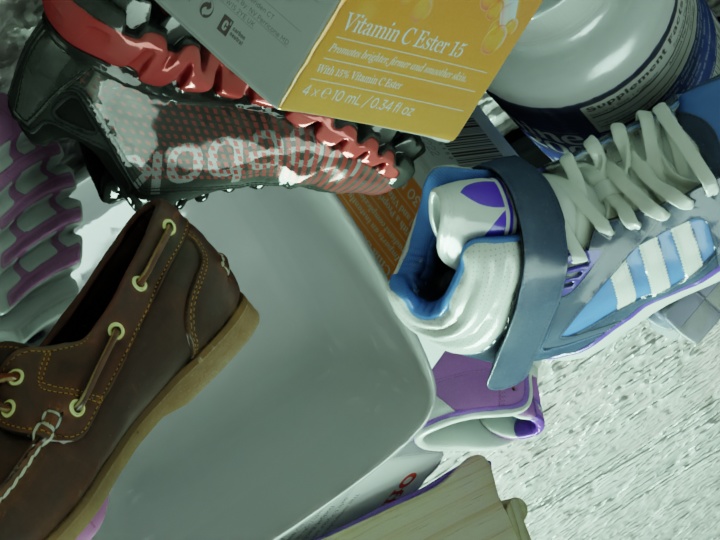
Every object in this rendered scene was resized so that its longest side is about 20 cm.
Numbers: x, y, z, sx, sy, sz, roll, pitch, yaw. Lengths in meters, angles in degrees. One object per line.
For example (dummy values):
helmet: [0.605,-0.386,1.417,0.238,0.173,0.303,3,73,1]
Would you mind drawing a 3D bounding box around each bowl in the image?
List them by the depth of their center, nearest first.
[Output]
bowl: [-0.088,0.033,1.015,0.199,0.075,0.200,-34,112,-4]

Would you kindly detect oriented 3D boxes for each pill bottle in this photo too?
pill bottle: [0.104,-0.118,1.026,0.111,0.111,0.200,-39,153,8]

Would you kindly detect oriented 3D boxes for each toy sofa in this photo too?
toy sofa: [0.005,0.189,1.279,0.199,0.098,0.083,-23,177,-28]

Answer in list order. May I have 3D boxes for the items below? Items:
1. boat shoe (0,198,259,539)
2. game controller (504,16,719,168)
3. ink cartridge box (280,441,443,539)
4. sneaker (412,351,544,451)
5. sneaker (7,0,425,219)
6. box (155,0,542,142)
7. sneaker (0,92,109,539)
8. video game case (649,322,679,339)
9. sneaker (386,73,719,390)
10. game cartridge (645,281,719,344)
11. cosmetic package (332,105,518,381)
boat shoe: [-0.121,0.054,0.846,0.070,0.070,0.200,-9,-147,45]
game controller: [0.141,-0.071,1.241,0.200,0.042,0.105,-30,139,-12]
ink cartridge box: [-0.070,0.128,1.252,0.200,0.084,0.146,-1,138,-51]
sneaker: [0.097,0.043,1.281,0.200,0.114,0.073,-27,151,-20]
sneaker: [-0.064,-0.064,0.918,0.200,0.071,0.098,19,118,-38]
box: [0.024,-0.163,0.837,0.124,0.097,0.200,5,123,-54]
sneaker: [-0.165,0.026,0.917,0.088,0.201,0.080,1,-169,22]
video game case: [0.234,-0.071,1.228,0.200,0.024,0.182,-57,171,-18]
sneaker: [0.101,-0.029,0.971,0.146,0.081,0.200,10,136,-48]
game cartridge: [0.169,-0.042,1.115,0.130,0.200,0.038,-46,108,3]
cosmetic package: [0.000,0.000,1.108,0.071,0.102,0.200,-10,143,-43]
